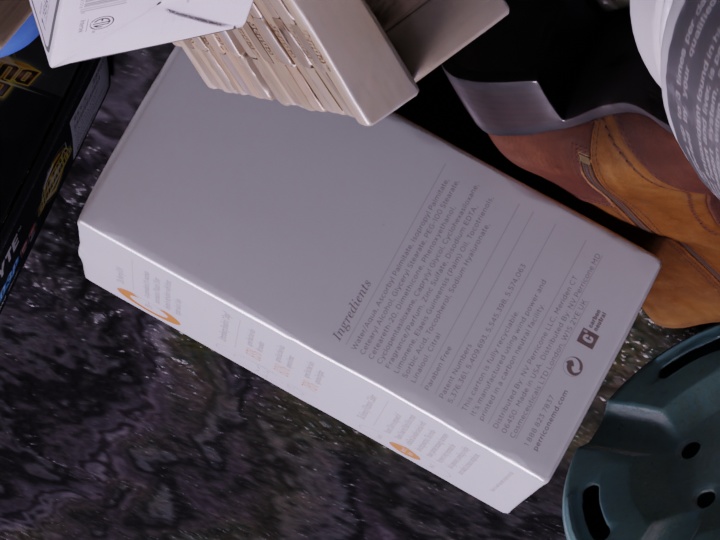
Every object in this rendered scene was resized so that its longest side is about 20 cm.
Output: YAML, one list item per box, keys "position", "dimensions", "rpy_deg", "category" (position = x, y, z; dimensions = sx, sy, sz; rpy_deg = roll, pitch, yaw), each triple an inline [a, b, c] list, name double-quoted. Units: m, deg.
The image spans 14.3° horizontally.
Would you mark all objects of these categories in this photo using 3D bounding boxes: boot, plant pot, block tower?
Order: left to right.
- position: [-0.018, -0.089, 0.898]
  dimensions: [0.054, 0.058, 0.200]
  rpy_deg: [56, 171, -16]
  category: "block tower"
- position: [0.144, -0.020, 1.044]
  dimensions: [0.188, 0.069, 0.200]
  rpy_deg: [1, 148, 37]
  category: "boot"
- position: [0.192, 0.133, 1.181]
  dimensions: [0.200, 0.200, 0.196]
  rpy_deg: [-1, 138, 41]
  category: "plant pot"

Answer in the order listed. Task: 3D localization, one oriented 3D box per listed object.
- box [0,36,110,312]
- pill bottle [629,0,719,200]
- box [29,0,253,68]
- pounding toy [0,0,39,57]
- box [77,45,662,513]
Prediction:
- position: [-0.222, -0.054, 1.170]
  dimensions: [0.200, 0.159, 0.046]
  rpy_deg: [19, 153, 10]
  category: "box"
- position: [0.153, -0.048, 0.825]
  dimensions: [0.113, 0.113, 0.200]
  rpy_deg: [37, -169, -28]
  category: "pill bottle"
- position: [-0.080, -0.172, 0.785]
  dimensions: [0.060, 0.200, 0.117]
  rpy_deg: [-14, 160, -17]
  category: "box"
- position: [-0.133, -0.127, 0.956]
  dimensions: [0.142, 0.184, 0.200]
  rpy_deg: [44, 149, -16]
  category: "pounding toy"
- position: [0.000, 0.000, 1.112]
  dimensions: [0.200, 0.098, 0.124]
  rpy_deg: [29, 169, 1]
  category: "box"
